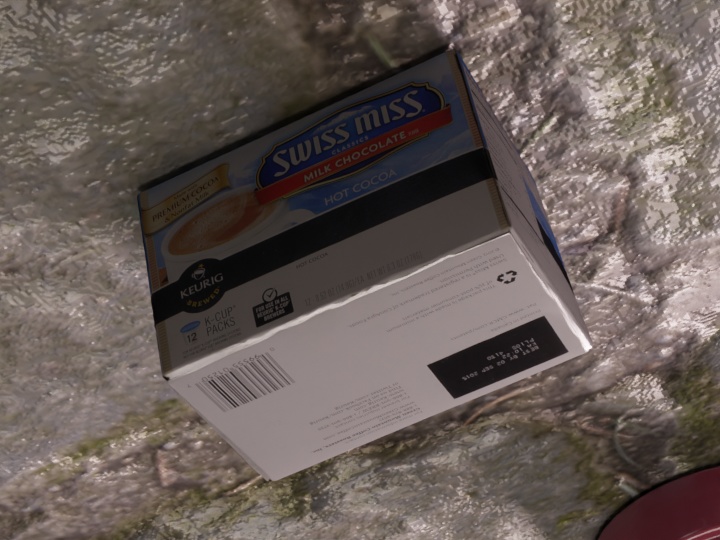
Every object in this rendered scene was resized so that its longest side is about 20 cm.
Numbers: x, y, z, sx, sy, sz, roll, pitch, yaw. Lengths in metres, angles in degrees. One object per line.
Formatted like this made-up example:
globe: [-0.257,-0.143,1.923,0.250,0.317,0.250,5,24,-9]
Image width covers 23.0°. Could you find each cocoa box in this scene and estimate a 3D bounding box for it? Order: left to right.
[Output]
cocoa box: [0.000,0.000,0.956,0.200,0.131,0.133,-23,142,13]

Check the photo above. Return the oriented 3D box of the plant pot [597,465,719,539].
plant pot: [0.299,0.274,1.366,0.200,0.179,0.200,-9,144,-7]
